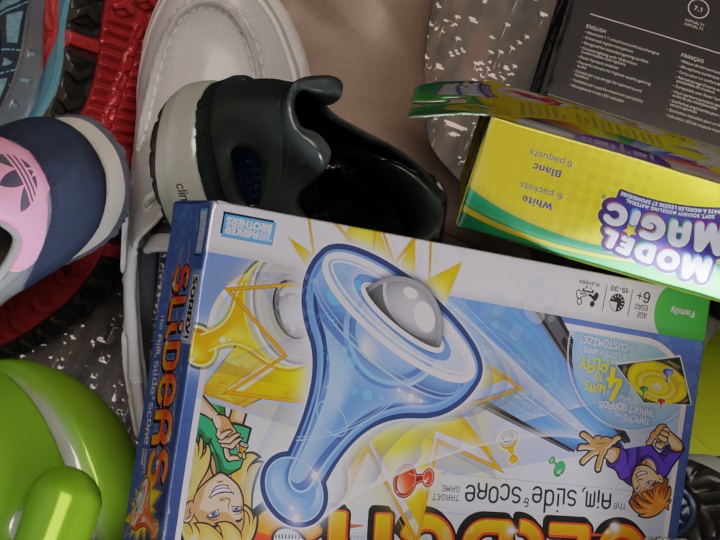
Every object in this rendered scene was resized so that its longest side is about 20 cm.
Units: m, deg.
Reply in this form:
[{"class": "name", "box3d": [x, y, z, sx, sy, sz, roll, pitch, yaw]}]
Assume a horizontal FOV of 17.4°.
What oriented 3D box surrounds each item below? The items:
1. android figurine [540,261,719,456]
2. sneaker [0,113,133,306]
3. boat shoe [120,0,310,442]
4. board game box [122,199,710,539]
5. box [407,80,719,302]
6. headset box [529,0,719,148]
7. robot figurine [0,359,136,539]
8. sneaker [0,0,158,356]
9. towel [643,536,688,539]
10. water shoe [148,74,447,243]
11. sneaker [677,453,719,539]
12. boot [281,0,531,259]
[{"class": "android figurine", "box3d": [0.125, 0.082, 0.958, 0.200, 0.041, 0.182, 44, 71, 7]}, {"class": "sneaker", "box3d": [-0.179, 0.006, 0.874, 0.200, 0.082, 0.070, -38, 82, 24]}, {"class": "boat shoe", "box3d": [-0.062, -0.017, 0.908, 0.072, 0.069, 0.200, 11, 102, 6]}, {"class": "board game box", "box3d": [0.022, 0.058, 0.814, 0.200, 0.034, 0.135, 9, 87, -27]}, {"class": "box", "box3d": [0.111, -0.025, 0.873, 0.200, 0.117, 0.048, 18, 101, 0]}, {"class": "headset box", "box3d": [0.172, -0.111, 1.004, 0.174, 0.093, 0.200, 17, 69, -1]}, {"class": "robot figurine", "box3d": [-0.163, 0.095, 0.851, 0.200, 0.175, 0.116, -10, 93, -40]}, {"class": "sneaker", "box3d": [-0.128, -0.059, 0.965, 0.079, 0.096, 0.200, 27, 87, -36]}, {"class": "towel", "box3d": [0.184, 0.185, 0.805, 0.200, 0.035, 0.193, 3, 88, -21]}, {"class": "water shoe", "box3d": [0.000, 0.000, 0.869, 0.079, 0.200, 0.072, -7, 58, 29]}, {"class": "sneaker", "box3d": [0.149, 0.109, 0.899, 0.200, 0.077, 0.076, 13, 94, 11]}, {"class": "boot", "box3d": [0.001, -0.093, 0.982, 0.200, 0.070, 0.146, 23, 76, 8]}]
